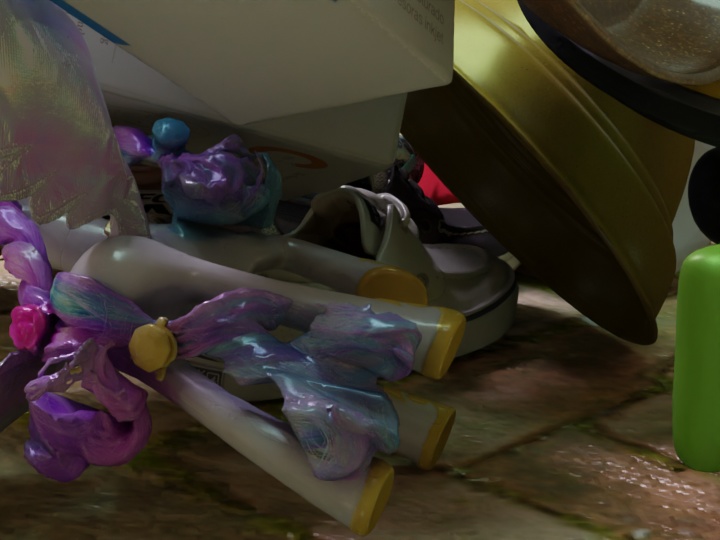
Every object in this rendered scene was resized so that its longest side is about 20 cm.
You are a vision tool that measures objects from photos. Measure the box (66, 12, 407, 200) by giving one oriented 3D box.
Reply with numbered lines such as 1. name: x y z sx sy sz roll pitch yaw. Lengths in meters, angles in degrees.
1. box: -0.090 -0.100 0.622 0.198 0.098 0.124 14 -8 -19

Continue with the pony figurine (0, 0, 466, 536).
1. pony figurine: -0.072 0.010 0.524 0.198 0.168 0.193 22 10 10

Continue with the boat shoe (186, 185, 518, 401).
1. boat shoe: 0.000 0.000 0.707 0.071 0.071 0.199 15 18 41

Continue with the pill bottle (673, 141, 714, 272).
1. pill bottle: 0.123 -0.065 0.946 0.105 0.107 0.200 2 13 -10

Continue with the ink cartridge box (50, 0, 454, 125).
1. ink cartridge box: -0.035 -0.166 0.504 0.084 0.202 0.144 -8 -20 29

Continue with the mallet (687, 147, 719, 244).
1. mallet: 0.129 -0.094 0.675 0.065 0.041 0.201 -2 55 -33

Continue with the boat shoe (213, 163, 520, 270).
1. boat shoe: 0.002 -0.024 0.822 0.199 0.066 0.072 -4 12 -36

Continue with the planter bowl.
1. planter bowl: 0.084 -0.068 0.737 0.083 0.201 0.200 -43 23 -5

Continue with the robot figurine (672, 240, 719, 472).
1. robot figurine: 0.190 0.023 0.562 0.199 0.117 0.175 -6 8 -38

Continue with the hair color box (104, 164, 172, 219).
1. hair color box: -0.108 -0.075 0.791 0.098 0.061 0.200 -1 -24 -18

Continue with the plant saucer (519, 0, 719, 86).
1. plant saucer: 0.064 -0.149 0.529 0.036 0.202 0.200 -17 -2 36

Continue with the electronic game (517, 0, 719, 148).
1. electronic game: 0.152 -0.103 0.614 0.198 0.042 0.201 3 40 -2

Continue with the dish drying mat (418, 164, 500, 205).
1. dish drying mat: 0.060 -0.073 0.938 0.018 0.077 0.200 23 -5 -13

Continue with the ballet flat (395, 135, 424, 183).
1. ballet flat: -0.026 -0.074 1.009 0.074 0.075 0.200 -4 22 -32
